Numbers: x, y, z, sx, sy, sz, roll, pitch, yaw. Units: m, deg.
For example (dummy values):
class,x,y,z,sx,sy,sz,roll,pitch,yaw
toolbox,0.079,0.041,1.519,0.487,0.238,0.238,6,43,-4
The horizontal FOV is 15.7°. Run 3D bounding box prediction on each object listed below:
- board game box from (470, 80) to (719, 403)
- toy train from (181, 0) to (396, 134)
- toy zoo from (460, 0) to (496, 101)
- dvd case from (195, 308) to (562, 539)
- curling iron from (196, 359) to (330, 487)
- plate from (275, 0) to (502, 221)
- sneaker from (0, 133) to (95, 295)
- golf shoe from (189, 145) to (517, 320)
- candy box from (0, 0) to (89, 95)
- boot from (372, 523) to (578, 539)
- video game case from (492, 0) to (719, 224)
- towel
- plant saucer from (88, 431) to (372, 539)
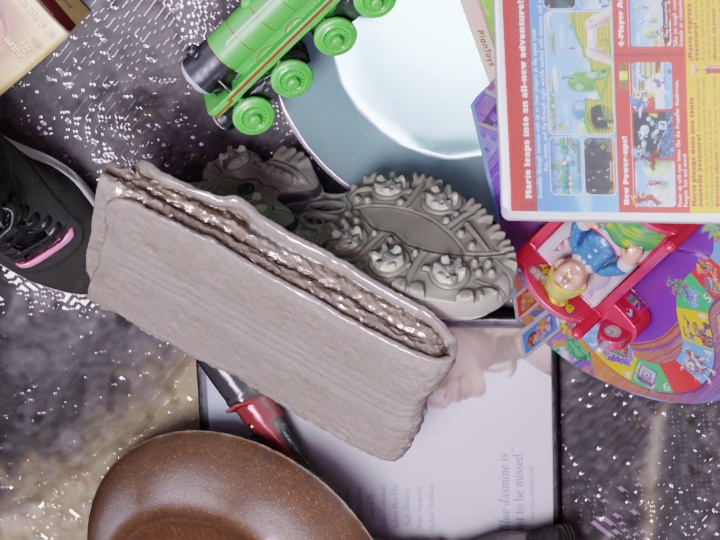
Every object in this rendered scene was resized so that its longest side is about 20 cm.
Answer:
class,x,y,z,sx,sy,sz,roll,pitch,yaw
board game box,0.120,-0.006,1.287,0.158,0.039,0.201,13,132,37
toy train,-0.013,-0.146,1.305,0.200,0.042,0.056,-42,124,18
toy zoo,0.148,-0.122,1.250,0.199,0.020,0.132,-6,122,28
dvd case,0.010,0.089,1.421,0.199,0.018,0.143,1,108,10
curling iron,-0.065,0.079,1.406,0.049,0.026,0.200,-28,100,19
plate,0.049,-0.123,1.344,0.199,0.026,0.201,2,108,8
sneaker,-0.190,-0.026,1.340,0.071,0.099,0.200,-34,130,12
golf shoe,0.000,0.000,1.348,0.200,0.078,0.097,18,137,34
candy box,-0.256,-0.113,1.381,0.200,0.055,0.116,-38,99,17
boot,0.069,0.230,1.435,0.131,0.070,0.201,-8,105,17
video game case,0.160,-0.093,1.205,0.199,0.017,0.144,1,104,19
towel,-0.049,0.020,1.324,0.200,0.035,0.133,29,152,4
plant saucer,-0.072,0.184,1.416,0.200,0.037,0.201,13,120,23
